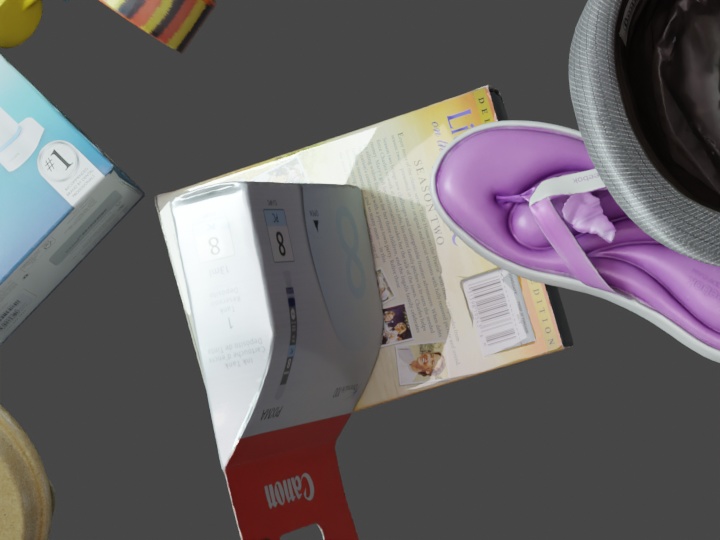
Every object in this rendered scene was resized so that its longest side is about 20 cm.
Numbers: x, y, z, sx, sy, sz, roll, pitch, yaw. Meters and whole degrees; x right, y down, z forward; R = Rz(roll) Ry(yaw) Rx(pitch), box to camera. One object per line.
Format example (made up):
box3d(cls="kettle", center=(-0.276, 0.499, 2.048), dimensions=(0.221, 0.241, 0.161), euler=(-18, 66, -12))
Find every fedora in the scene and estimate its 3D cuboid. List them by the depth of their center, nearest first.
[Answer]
box3d(cls="fedora", center=(0.196, -0.084, 1.152), dimensions=(0.176, 0.090, 0.200), euler=(-25, 71, 3))

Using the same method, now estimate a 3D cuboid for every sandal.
box3d(cls="sandal", center=(0.133, -0.021, 1.183), dimensions=(0.202, 0.050, 0.083), euler=(25, 80, 2))

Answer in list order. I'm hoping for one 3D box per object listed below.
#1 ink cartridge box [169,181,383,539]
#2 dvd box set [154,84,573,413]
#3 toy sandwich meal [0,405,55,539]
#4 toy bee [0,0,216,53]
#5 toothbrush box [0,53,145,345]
box3d(cls="ink cartridge box", center=(-0.026, 0.056, 1.159), dimensions=(0.047, 0.160, 0.201), euler=(-14, 87, 19))
box3d(cls="dvd box set", center=(0.000, 0.000, 1.250), dimensions=(0.199, 0.029, 0.147), euler=(-18, 85, 17))
box3d(cls="toy sandwich meal", center=(-0.266, 0.118, 1.280), dimensions=(0.204, 0.070, 0.206), euler=(0, 119, 0))
box3d(cls="toy bee", center=(-0.178, -0.184, 1.259), dimensions=(0.199, 0.109, 0.131), euler=(14, 91, 13))
box3d(cls="toothbrush box", center=(-0.243, -0.064, 1.279), dimensions=(0.200, 0.085, 0.146), euler=(43, 88, 11))
